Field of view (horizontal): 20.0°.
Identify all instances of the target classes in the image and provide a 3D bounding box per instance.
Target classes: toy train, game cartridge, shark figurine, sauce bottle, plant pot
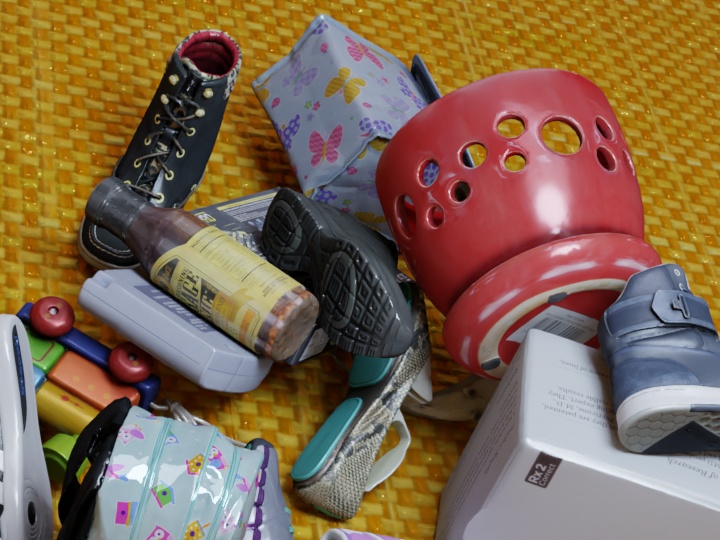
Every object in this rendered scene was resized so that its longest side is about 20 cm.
[{"bbox_3d":[-0.195,0.116,1.524,0.200,0.085,0.116,30,49,7],"label":"toy train"},{"bbox_3d":[-0.133,0.046,1.592,0.133,0.041,0.200,29,5,9],"label":"game cartridge"},{"bbox_3d":[0.091,0.089,1.720,0.214,0.128,0.090,-17,15,-7],"label":"shark figurine"},{"bbox_3d":[-0.126,-0.005,1.581,0.200,0.066,0.066,32,39,20],"label":"sauce bottle"},{"bbox_3d":[0.131,-0.029,1.589,0.200,0.201,0.183,-2,54,-29],"label":"plant pot"}]

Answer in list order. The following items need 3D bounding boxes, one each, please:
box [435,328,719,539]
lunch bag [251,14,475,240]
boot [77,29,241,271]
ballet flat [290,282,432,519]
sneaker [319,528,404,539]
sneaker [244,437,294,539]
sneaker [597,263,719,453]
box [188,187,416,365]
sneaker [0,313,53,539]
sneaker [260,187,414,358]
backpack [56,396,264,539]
[{"bbox_3d":[0.178,0.179,1.540,0.200,0.199,0.131,19,39,-7],"label":"box"},{"bbox_3d":[0.024,-0.118,1.854,0.200,0.127,0.170,27,29,-44],"label":"lunch bag"},{"bbox_3d":[-0.169,-0.102,1.723,0.073,0.154,0.204,26,38,3],"label":"boot"},{"bbox_3d":[0.015,0.108,1.613,0.075,0.068,0.200,39,64,-24],"label":"ballet flat"},{"bbox_3d":[0.026,0.262,1.446,0.114,0.073,0.201,26,18,-43],"label":"sneaker"},{"bbox_3d":[-0.069,0.218,1.485,0.087,0.074,0.200,24,48,-17],"label":"sneaker"},{"bbox_3d":[0.269,0.066,1.495,0.202,0.077,0.146,8,44,-19],"label":"sneaker"},{"bbox_3d":[-0.063,0.001,1.697,0.161,0.049,0.200,36,23,16],"label":"box"},{"bbox_3d":[-0.284,0.137,1.450,0.112,0.073,0.201,-9,77,9],"label":"sneaker"},{"bbox_3d":[0.000,0.000,1.607,0.091,0.076,0.200,9,30,-36],"label":"sneaker"},{"bbox_3d":[-0.143,0.181,1.370,0.126,0.200,0.167,14,38,-8],"label":"backpack"}]
